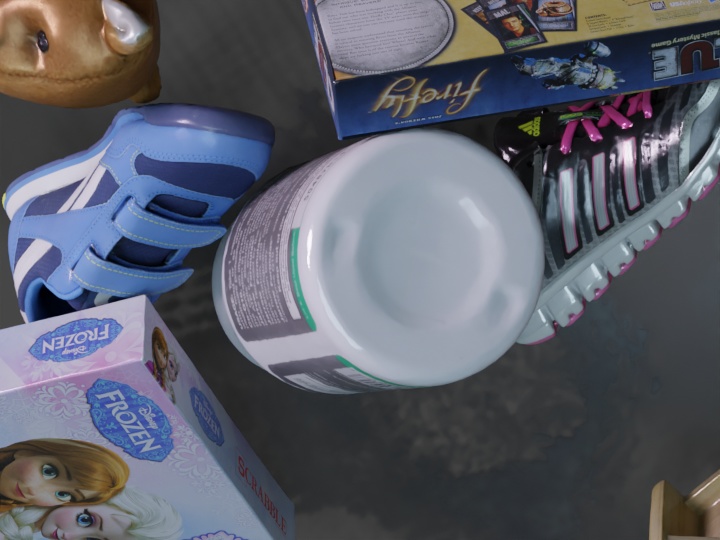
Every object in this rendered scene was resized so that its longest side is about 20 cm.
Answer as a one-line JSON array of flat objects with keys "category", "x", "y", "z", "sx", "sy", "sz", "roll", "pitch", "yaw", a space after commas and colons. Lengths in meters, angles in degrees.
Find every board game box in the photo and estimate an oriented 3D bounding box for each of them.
[{"category": "board game box", "x": 0.076, "y": -0.127, "z": 1.193, "sx": 0.199, "sy": 0.136, "sz": 0.035, "roll": -9, "pitch": 133, "yaw": -5}, {"category": "board game box", "x": -0.160, "y": 0.104, "z": 1.356, "sx": 0.199, "sy": 0.041, "sz": 0.200, "roll": -14, "pitch": 141, "yaw": 15}]

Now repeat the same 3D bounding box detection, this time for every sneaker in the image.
[{"category": "sneaker", "x": -0.104, "y": -0.023, "z": 1.284, "sx": 0.074, "sy": 0.083, "sz": 0.200, "roll": 14, "pitch": 155, "yaw": -30}, {"category": "sneaker", "x": 0.110, "y": -0.054, "z": 1.278, "sx": 0.087, "sy": 0.074, "sz": 0.200, "roll": 36, "pitch": 118, "yaw": -11}]

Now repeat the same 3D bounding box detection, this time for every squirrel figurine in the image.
[{"category": "squirrel figurine", "x": -0.114, "y": -0.172, "z": 1.220, "sx": 0.199, "sy": 0.142, "sz": 0.187, "roll": -18, "pitch": 75, "yaw": -11}]

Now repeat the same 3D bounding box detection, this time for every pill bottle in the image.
[{"category": "pill bottle", "x": 0.000, "y": 0.000, "z": 1.243, "sx": 0.113, "sy": 0.200, "sz": 0.114, "roll": 1, "pitch": 86, "yaw": -18}]

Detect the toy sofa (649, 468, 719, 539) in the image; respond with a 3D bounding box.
[{"category": "toy sofa", "x": 0.241, "y": 0.100, "z": 1.311, "sx": 0.098, "sy": 0.083, "sz": 0.200, "roll": 42, "pitch": 113, "yaw": -13}]
